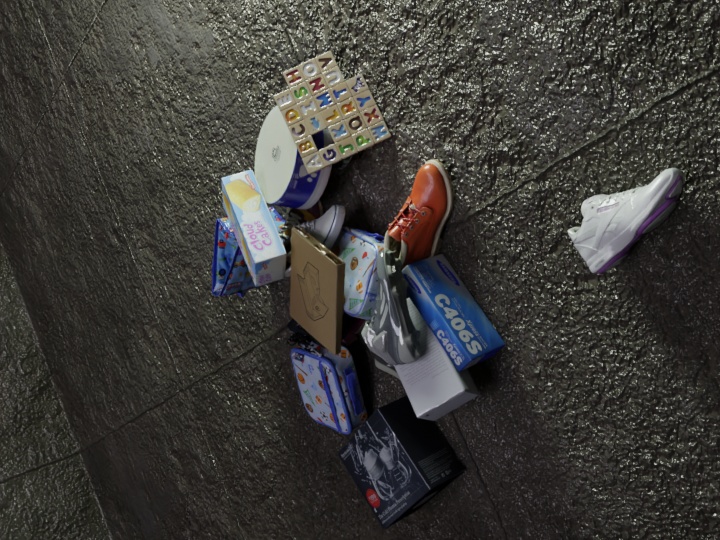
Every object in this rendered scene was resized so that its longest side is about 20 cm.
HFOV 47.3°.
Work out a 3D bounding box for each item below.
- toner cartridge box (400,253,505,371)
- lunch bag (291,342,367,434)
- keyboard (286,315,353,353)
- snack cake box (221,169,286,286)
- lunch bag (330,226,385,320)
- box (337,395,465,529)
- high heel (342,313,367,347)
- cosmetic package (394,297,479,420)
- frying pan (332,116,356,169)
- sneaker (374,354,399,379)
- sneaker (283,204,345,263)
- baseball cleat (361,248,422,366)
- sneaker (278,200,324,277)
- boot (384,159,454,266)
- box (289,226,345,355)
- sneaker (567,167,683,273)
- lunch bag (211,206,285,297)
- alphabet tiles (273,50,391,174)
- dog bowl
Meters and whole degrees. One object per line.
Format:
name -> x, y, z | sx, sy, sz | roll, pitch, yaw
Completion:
toner cartridge box -> 0.156, 0.070, 1.428 | 0.200, 0.095, 0.043 | 56, 136, 18
lunch bag -> -0.064, 0.238, 1.718 | 0.160, 0.076, 0.200 | 15, 128, 49
keyboard -> -0.098, 0.114, 1.665 | 0.040, 0.104, 0.200 | 39, 168, -30
snack cake box -> -0.212, -0.083, 1.634 | 0.115, 0.067, 0.200 | 106, 142, -63
lunch bag -> 0.000, 0.000, 1.553 | 0.200, 0.076, 0.160 | 29, 105, 56
box -> 0.075, 0.377, 1.622 | 0.182, 0.104, 0.200 | 56, 137, 21
high heel -> -0.022, 0.083, 1.658 | 0.096, 0.067, 0.200 | 51, 149, 9
cosmetic package -> 0.116, 0.152, 1.452 | 0.101, 0.071, 0.200 | -34, 62, 19
frying pan -> -0.046, -0.282, 1.582 | 0.115, 0.031, 0.190 | -50, 50, 46
sneaker -> 0.094, 0.146, 1.540 | 0.200, 0.075, 0.106 | 12, 113, 47
sneaker -> -0.099, -0.066, 1.605 | 0.200, 0.071, 0.073 | -45, 32, 44
baseball cleat -> 0.039, 0.067, 1.413 | 0.106, 0.070, 0.200 | -16, 86, 29
sneaker -> -0.134, -0.078, 1.708 | 0.075, 0.090, 0.200 | 26, 122, 41
boot -> 0.097, -0.093, 1.429 | 0.075, 0.107, 0.200 | 32, 124, 40
box -> -0.084, 0.038, 1.560 | 0.163, 0.021, 0.200 | 38, 134, 44
sneaker -> 0.363, -0.082, 1.152 | 0.100, 0.075, 0.200 | 55, 137, 19
lunch bag -> -0.243, -0.022, 1.805 | 0.094, 0.151, 0.200 | 40, 130, 33
alphabet tiles -> -0.059, -0.299, 1.515 | 0.008, 0.167, 0.200 | 56, -171, -81
dog bowl -> -0.134, -0.224, 1.617 | 0.200, 0.079, 0.200 | -15, 73, 57
